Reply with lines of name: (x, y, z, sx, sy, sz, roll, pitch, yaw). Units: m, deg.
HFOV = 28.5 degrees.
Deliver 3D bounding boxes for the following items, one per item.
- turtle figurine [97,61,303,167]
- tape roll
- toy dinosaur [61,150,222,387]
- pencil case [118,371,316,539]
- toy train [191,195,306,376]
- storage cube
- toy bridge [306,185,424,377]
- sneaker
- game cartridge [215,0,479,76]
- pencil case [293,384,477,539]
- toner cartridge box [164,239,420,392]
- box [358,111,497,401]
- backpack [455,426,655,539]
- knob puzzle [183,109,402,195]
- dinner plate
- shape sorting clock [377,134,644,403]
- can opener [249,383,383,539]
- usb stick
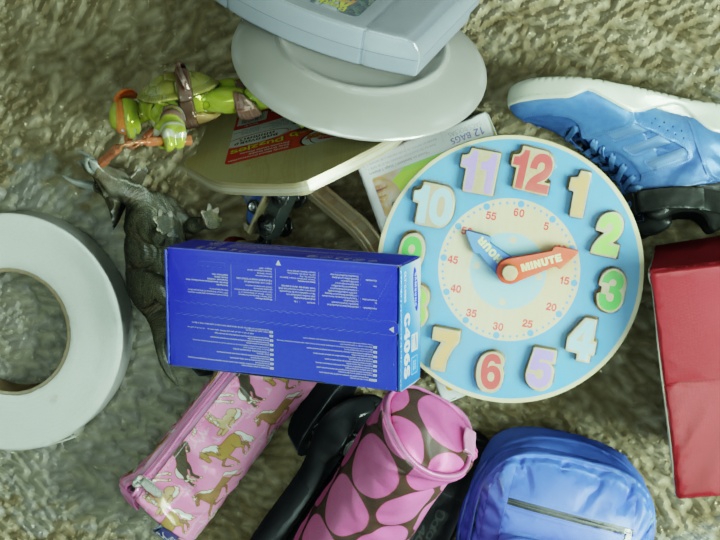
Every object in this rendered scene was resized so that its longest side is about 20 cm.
turtle figurine: (-0.128, -0.131, 1.103, 0.159, 0.200, 0.065, -11, 101, -6)
tape roll: (-0.292, 0.051, 1.206, 0.200, 0.037, 0.205, 1, 96, 6)
toy dinosaur: (-0.165, -0.009, 1.172, 0.077, 0.102, 0.202, -26, 109, -35)
pencil case: (-0.112, 0.126, 1.168, 0.083, 0.087, 0.201, 38, 96, -5)
toy train: (-0.099, -0.003, 1.163, 0.046, 0.034, 0.201, 40, 114, 28)
storage cube: (0.317, 0.062, 1.066, 0.178, 0.200, 0.173, -7, 96, 13)
toy bridge: (0.000, 0.000, 1.156, 0.067, 0.027, 0.201, -30, 91, 52)
sneaker: (0.207, -0.084, 1.118, 0.198, 0.077, 0.113, 11, 87, -2)
game cartridge: (-0.022, -0.218, 1.090, 0.198, 0.133, 0.041, 24, 138, 16)
pencil case: (0.019, 0.179, 1.098, 0.093, 0.091, 0.201, 24, 131, -7)
toner cartridge box: (-0.053, 0.032, 1.075, 0.198, 0.043, 0.096, 5, 103, 24)
box: (0.084, -0.013, 1.126, 0.111, 0.101, 0.202, -19, 93, 8)
backpack: (0.154, 0.234, 1.113, 0.161, 0.168, 0.202, 14, 95, -2)
knob puzzle: (-0.039, -0.093, 1.090, 0.217, 0.220, 0.031, -13, 115, 7)
dinner plate: (0.001, -0.168, 1.083, 0.198, 0.201, 0.024, 14, 131, 4)
shape sorting clock: (0.110, 0.000, 1.053, 0.198, 0.039, 0.203, 1, 96, 7)
can opener: (-0.040, 0.183, 1.189, 0.063, 0.079, 0.201, 19, 103, -35)
usb stick: (0.050, 0.221, 1.189, 0.055, 0.033, 0.202, 22, 97, -3)
